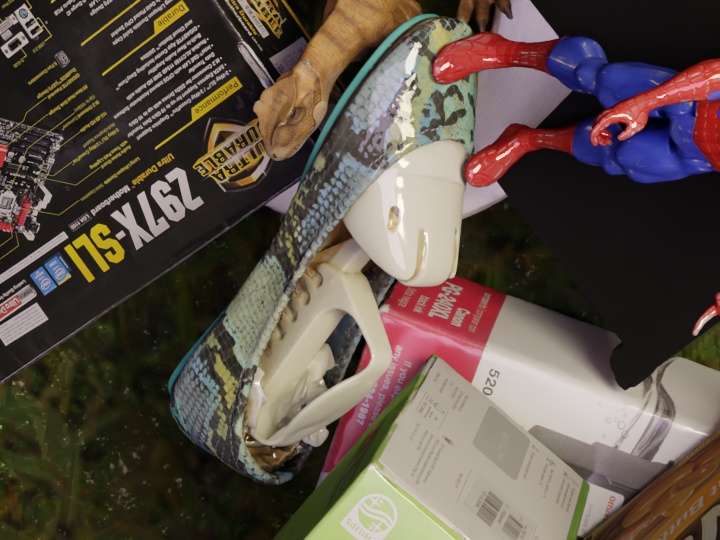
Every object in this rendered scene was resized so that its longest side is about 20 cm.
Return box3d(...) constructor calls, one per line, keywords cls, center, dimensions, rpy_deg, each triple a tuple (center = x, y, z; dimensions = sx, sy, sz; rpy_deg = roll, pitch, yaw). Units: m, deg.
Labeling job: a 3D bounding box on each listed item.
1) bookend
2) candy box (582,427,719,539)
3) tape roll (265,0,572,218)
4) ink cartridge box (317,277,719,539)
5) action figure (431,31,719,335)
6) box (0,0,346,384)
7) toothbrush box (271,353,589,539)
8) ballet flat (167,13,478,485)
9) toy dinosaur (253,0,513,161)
box3d(cls="bookend", center=(0.111, -0.089, 0.876), dimensions=(0.199, 0.092, 0.200), rpy_deg=(52, 147, 6))
box3d(cls="candy box", center=(0.127, 0.112, 0.829), dimensions=(0.115, 0.200, 0.055), rpy_deg=(-41, 93, 13))
box3d(cls="tape roll", center=(0.006, -0.115, 0.980), dimensions=(0.202, 0.037, 0.203), rpy_deg=(2, 104, 8))
box3d(cls="ink cartridge box", center=(0.085, 0.103, 0.988), dimensions=(0.200, 0.083, 0.146), rpy_deg=(20, 105, 5))
box3d(cls="action figure", center=(0.090, -0.035, 0.780), dimensions=(0.200, 0.099, 0.065), rpy_deg=(6, 125, 47))
box3d(cls="box", center=(-0.120, -0.068, 0.977), dimensions=(0.200, 0.049, 0.160), rpy_deg=(-33, 96, 31))
box3d(cls="toothbrush box", center=(-0.014, 0.145, 0.889), dimensions=(0.086, 0.146, 0.200), rpy_deg=(41, 106, -1))
box3d(cls="ballet flat", center=(0.000, 0.000, 0.899), dimensions=(0.074, 0.074, 0.200), rpy_deg=(32, 117, 0))
box3d(cls="toy dinosaur", center=(0.009, -0.129, 0.919), dimensions=(0.060, 0.106, 0.200), rpy_deg=(-8, 60, 31))
